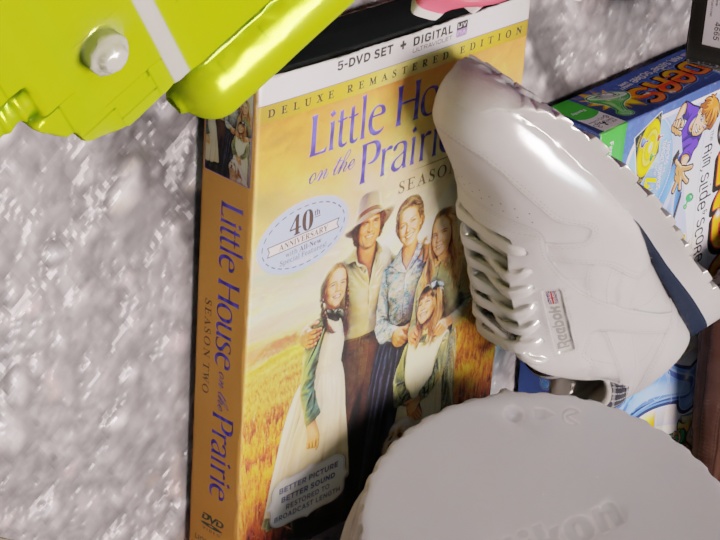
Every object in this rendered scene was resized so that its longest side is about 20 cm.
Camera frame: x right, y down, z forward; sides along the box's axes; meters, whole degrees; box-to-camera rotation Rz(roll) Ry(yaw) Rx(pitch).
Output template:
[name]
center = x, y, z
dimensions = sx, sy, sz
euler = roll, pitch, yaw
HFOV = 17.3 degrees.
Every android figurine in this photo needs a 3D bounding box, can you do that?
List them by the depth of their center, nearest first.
[android figurine]
center = -0.060, -0.117, 0.716
dimensions = 0.200, 0.041, 0.182
euler = -44, 146, -15

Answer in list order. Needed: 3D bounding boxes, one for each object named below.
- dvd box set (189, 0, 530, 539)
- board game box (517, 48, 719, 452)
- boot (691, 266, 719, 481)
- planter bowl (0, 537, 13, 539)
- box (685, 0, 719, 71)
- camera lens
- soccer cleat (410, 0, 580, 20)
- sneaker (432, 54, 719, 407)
[dvd box set]
center = 0.000, 0.000, 0.888
dimensions = 0.146, 0.029, 0.200
euler = -22, 126, -42
[board game box]
center = 0.126, 0.006, 1.041
dimensions = 0.135, 0.034, 0.200
euler = -26, 129, -40
[boot]
center = 0.213, 0.056, 1.102
dimensions = 0.186, 0.064, 0.200
euler = -23, 122, -45
[planter bowl]
center = -0.129, 0.198, 0.733
dimensions = 0.200, 0.200, 0.135
euler = -48, 166, -22
[box]
center = 0.186, -0.194, 0.954
dimensions = 0.160, 0.043, 0.200
euler = -40, 139, -57
[camera lens]
center = 0.060, 0.167, 0.921
dimensions = 0.160, 0.160, 0.200
euler = -34, 148, -35
[soccer cleat]
center = 0.078, -0.138, 0.848
dimensions = 0.200, 0.067, 0.076
euler = -20, 157, -51
[sneaker]
center = 0.073, -0.005, 0.894
dimensions = 0.080, 0.076, 0.200
euler = -43, 139, 1
